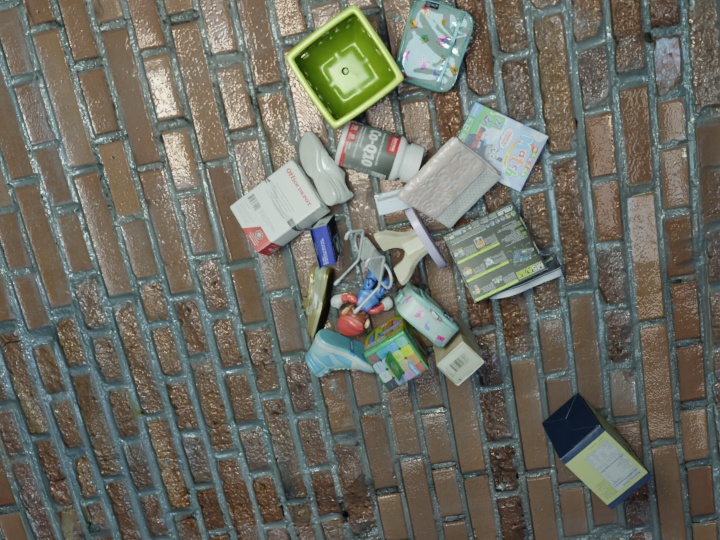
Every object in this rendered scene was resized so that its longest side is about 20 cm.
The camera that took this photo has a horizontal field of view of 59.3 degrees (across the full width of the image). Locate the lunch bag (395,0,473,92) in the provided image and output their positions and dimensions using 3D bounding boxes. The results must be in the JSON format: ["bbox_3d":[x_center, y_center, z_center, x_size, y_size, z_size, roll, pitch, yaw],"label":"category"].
[{"bbox_3d":[0.175,-0.530,1.492,0.160,0.077,0.200,17,104,-2],"label":"lunch bag"}]

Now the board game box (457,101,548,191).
[{"bbox_3d":[0.337,-0.305,1.561,0.200,0.037,0.151,24,103,-4],"label":"board game box"}]

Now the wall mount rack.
[{"bbox_3d":[0.000,0.000,1.582,0.075,0.200,0.174,-11,133,-26],"label":"wall mount rack"}]

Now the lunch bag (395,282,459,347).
[{"bbox_3d":[0.159,0.105,1.576,0.160,0.200,0.077,42,94,-5],"label":"lunch bag"}]

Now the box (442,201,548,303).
[{"bbox_3d":[0.335,-0.043,1.586,0.200,0.048,0.193,-27,80,8],"label":"box"}]

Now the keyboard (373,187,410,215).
[{"bbox_3d":[0.137,-0.191,1.612,0.200,0.011,0.056,-14,108,6],"label":"keyboard"}]

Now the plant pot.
[{"bbox_3d":[-0.032,-0.463,1.464,0.199,0.181,0.200,-33,100,10],"label":"plant pot"}]

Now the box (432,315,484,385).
[{"bbox_3d":[0.243,0.199,1.603,0.078,0.200,0.095,44,101,-8],"label":"box"}]

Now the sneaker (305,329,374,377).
[{"bbox_3d":[-0.056,0.246,1.698,0.200,0.080,0.131,29,118,-14],"label":"sneaker"}]

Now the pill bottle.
[{"bbox_3d":[0.047,-0.285,1.538,0.200,0.114,0.114,17,104,-2],"label":"pill bottle"}]

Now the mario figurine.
[{"bbox_3d":[0.005,0.081,1.662,0.123,0.106,0.200,35,93,31],"label":"mario figurine"}]

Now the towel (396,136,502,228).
[{"bbox_3d":[0.218,-0.206,1.529,0.191,0.032,0.200,27,120,-35],"label":"towel"}]

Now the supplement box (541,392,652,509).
[{"bbox_3d":[0.612,0.467,1.653,0.200,0.200,0.134,44,102,-7],"label":"supplement box"}]

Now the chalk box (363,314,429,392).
[{"bbox_3d":[0.092,0.213,1.612,0.124,0.200,0.125,-32,101,9],"label":"chalk box"}]

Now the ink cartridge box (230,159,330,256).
[{"bbox_3d":[-0.198,-0.153,1.573,0.200,0.083,0.147,-35,76,10],"label":"ink cartridge box"}]

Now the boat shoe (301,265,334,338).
[{"bbox_3d":[-0.118,0.080,1.661,0.066,0.074,0.200,17,106,15],"label":"boat shoe"}]

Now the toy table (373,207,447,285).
[{"bbox_3d":[0.123,-0.054,1.567,0.117,0.184,0.200,-30,124,9],"label":"toy table"}]

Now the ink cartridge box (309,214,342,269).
[{"bbox_3d":[-0.082,-0.072,1.551,0.039,0.200,0.100,-11,104,8],"label":"ink cartridge box"}]

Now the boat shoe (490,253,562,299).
[{"bbox_3d":[0.414,0.013,1.617,0.199,0.074,0.068,-21,96,5],"label":"boat shoe"}]

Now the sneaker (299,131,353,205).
[{"bbox_3d":[-0.083,-0.256,1.579,0.075,0.088,0.200,-33,77,49],"label":"sneaker"}]
